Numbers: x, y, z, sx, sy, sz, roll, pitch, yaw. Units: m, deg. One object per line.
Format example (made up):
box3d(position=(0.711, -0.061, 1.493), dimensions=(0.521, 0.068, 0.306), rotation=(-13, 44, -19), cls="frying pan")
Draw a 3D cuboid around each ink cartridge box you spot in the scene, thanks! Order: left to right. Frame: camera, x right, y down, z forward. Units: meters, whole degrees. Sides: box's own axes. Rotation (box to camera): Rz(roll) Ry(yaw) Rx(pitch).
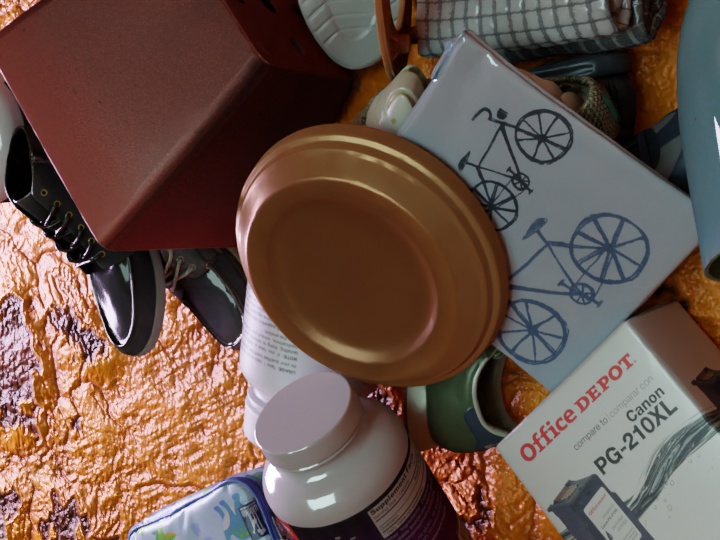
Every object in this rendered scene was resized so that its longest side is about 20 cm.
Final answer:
box3d(position=(0.206, 0.143, 0.834), dimensions=(0.200, 0.084, 0.145), rotation=(52, 124, 19), cls="ink cartridge box")

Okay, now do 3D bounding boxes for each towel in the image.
box3d(position=(0.119, -0.239, 0.833), dimensions=(0.165, 0.085, 0.202), rotation=(2, 89, 46), cls="towel")

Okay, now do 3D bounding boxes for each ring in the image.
box3d(position=(0.028, -0.227, 0.860), dimensions=(0.019, 0.200, 0.202), rotation=(0, 98, 9), cls="ring")

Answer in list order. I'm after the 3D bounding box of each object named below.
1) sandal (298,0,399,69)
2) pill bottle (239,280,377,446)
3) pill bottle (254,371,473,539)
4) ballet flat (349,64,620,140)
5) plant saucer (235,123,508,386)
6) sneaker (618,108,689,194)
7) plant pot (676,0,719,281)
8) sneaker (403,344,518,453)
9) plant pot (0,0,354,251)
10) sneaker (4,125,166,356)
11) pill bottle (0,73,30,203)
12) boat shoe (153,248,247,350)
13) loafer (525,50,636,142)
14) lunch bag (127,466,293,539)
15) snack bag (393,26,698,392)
box3d(position=(-0.020, -0.253, 0.959), dimensions=(0.082, 0.050, 0.204), rotation=(-18, 108, 5), cls="sandal")
box3d(position=(-0.034, 0.036, 0.990), dimensions=(0.113, 0.113, 0.201), rotation=(19, 108, 35), cls="pill bottle")
box3d(position=(0.002, 0.171, 0.932), dimensions=(0.112, 0.113, 0.201), rotation=(-2, 131, 39), cls="pill bottle")
box3d(position=(0.066, -0.104, 0.829), dimensions=(0.199, 0.075, 0.068), rotation=(0, 62, 24), cls="ballet flat")
box3d(position=(0.000, 0.000, 0.855), dimensions=(0.199, 0.037, 0.201), rotation=(15, 128, 20), cls="plant saucer")
box3d(position=(0.150, -0.043, 0.840), dimensions=(0.200, 0.082, 0.070), rotation=(-50, 23, 31), cls="sneaker")
box3d(position=(0.263, -0.101, 0.688), dimensions=(0.200, 0.200, 0.162), rotation=(-24, 71, 38), cls="plant pot")
box3d(position=(0.079, 0.037, 0.937), dimensions=(0.089, 0.067, 0.202), rotation=(1, 99, 31), cls="sneaker")
box3d(position=(-0.128, -0.149, 0.993), dimensions=(0.176, 0.200, 0.200), rotation=(-41, 72, 25), cls="plant pot")
box3d(position=(-0.230, -0.023, 1.051), dimensions=(0.075, 0.106, 0.201), rotation=(-18, 83, 44), cls="sneaker")
box3d(position=(-0.300, -0.116, 1.120), dimensions=(0.111, 0.199, 0.112), rotation=(7, 102, 38), cls="pill bottle")
box3d(position=(-0.158, -0.009, 1.107), dimensions=(0.200, 0.073, 0.075), rotation=(52, 124, 20), cls="boat shoe")
box3d(position=(0.098, -0.104, 0.892), dimensions=(0.199, 0.072, 0.063), rotation=(-9, 96, 36), cls="loafer")
box3d(position=(-0.106, 0.264, 1.109), dimensions=(0.199, 0.082, 0.162), rotation=(-28, 83, 39), cls="lunch bag")
box3d(position=(0.097, -0.031, 0.820), dimensions=(0.200, 0.021, 0.189), rotation=(36, 131, 1), cls="snack bag")
